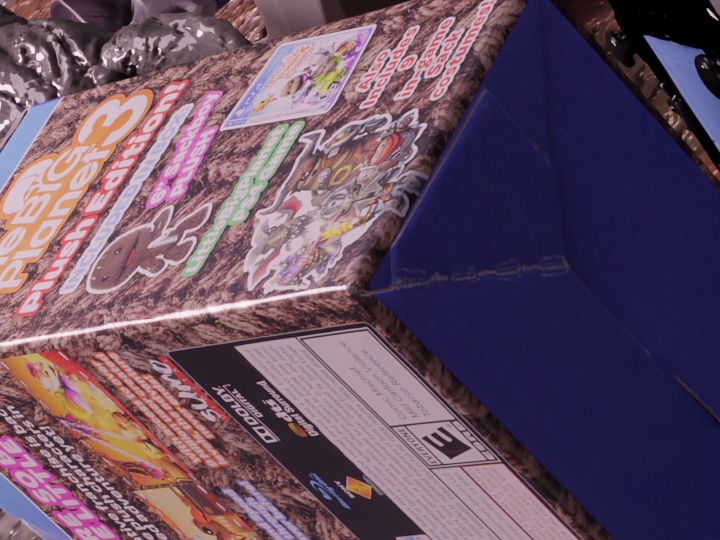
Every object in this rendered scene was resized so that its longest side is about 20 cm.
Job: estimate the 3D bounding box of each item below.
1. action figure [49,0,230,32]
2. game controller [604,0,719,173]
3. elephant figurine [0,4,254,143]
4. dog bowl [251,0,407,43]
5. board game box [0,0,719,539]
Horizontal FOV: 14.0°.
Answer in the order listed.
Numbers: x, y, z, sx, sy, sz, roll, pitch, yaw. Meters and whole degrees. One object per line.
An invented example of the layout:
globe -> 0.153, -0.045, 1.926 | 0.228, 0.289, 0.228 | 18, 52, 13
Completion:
action figure -> -0.030, -0.143, 1.136 | 0.200, 0.130, 0.069 | -29, 42, -28
game controller -> 0.108, -0.041, 0.794 | 0.042, 0.104, 0.200 | -26, 7, 1
elephant figurine -> -0.078, -0.028, 0.974 | 0.155, 0.200, 0.142 | -23, 35, 36
dog bowl -> 0.014, -0.164, 1.061 | 0.059, 0.200, 0.200 | 24, 68, 26
board game box -> 0.002, 0.029, 0.733 | 0.200, 0.159, 0.097 | -9, 43, 48
